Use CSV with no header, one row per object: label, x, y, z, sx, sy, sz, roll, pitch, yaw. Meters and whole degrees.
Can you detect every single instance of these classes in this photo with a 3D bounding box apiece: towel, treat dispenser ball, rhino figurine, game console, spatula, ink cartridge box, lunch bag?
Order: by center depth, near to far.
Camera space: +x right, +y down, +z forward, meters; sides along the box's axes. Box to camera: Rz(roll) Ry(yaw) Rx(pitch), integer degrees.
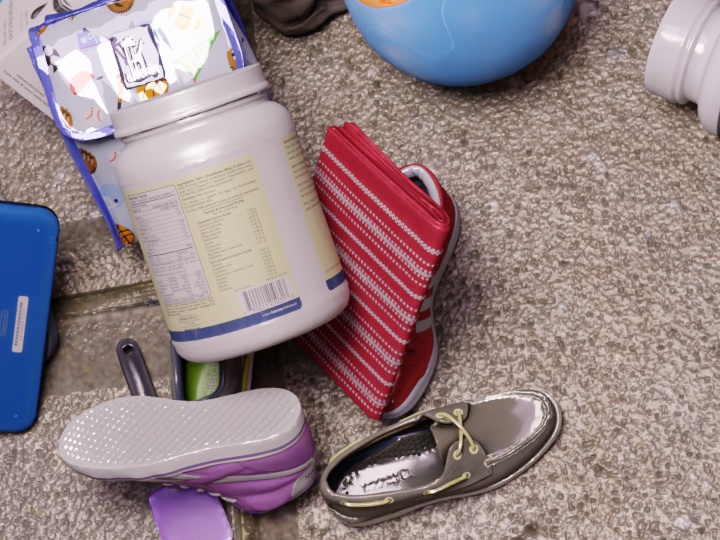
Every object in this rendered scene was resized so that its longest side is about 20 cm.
towel,0.000,0.000,1.570,0.022,0.201,0.145,-15,46,-38
treat dispenser ball,0.082,-0.252,1.643,0.200,0.201,0.202,-4,70,11
lunch bag,-0.163,-0.139,1.645,0.169,0.201,0.124,-18,31,3
spatula,-0.164,0.143,1.649,0.056,0.021,0.201,-20,64,-9
rhino figurine,-0.069,-0.253,1.681,0.087,0.200,0.060,-26,70,11
game console,-0.350,0.019,1.686,0.170,0.118,0.201,6,108,-13
ink cartridge box,-0.222,-0.249,1.710,0.200,0.084,0.146,-38,35,21

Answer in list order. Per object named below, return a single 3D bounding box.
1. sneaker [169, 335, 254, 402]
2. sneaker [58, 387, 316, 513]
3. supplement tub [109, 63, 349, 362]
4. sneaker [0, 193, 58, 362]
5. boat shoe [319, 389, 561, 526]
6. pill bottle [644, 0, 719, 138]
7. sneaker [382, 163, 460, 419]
sneaker,-0.120,0.042,1.644,0.074,0.081,0.201,-5,69,10
sneaker,-0.133,0.157,1.586,0.199,0.115,0.073,-3,49,10
supplement tub,-0.102,-0.044,1.531,0.144,0.145,0.201,-18,98,6
sneaker,-0.306,-0.015,1.716,0.070,0.082,0.201,-30,89,26
boat shoe,0.063,0.144,1.578,0.201,0.060,0.072,-23,67,4
pill bottle,0.336,-0.150,1.594,0.199,0.120,0.120,24,77,19
sneaker,0.029,0.012,1.605,0.071,0.113,0.201,8,72,15
